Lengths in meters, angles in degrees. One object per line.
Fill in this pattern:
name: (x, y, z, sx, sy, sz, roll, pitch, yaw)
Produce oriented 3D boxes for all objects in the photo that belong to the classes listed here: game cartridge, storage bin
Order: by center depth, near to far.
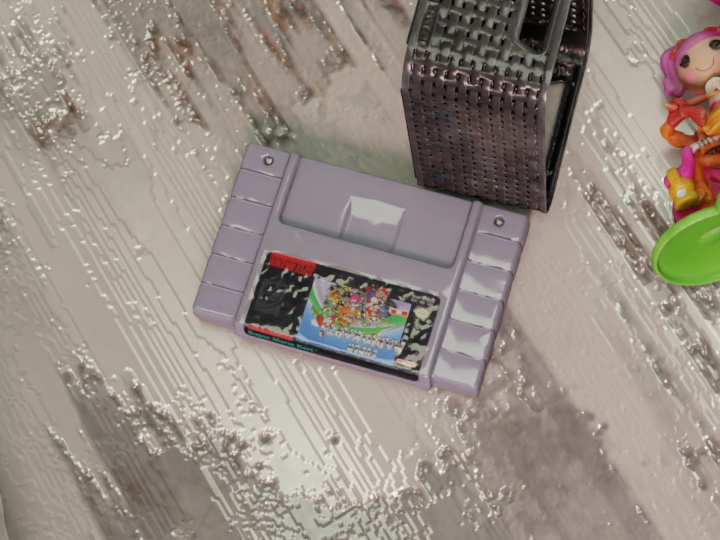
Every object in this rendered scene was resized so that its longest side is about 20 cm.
storage bin: (0.090, -0.135, 1.471, 0.093, 0.200, 0.136, 13, 73, 10)
game cartridge: (0.000, 0.000, 1.524, 0.198, 0.038, 0.131, 15, 69, 10)

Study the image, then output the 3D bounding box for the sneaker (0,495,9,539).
sneaker: (-0.246, 0.193, 1.437, 0.075, 0.115, 0.202, -24, 71, -3)

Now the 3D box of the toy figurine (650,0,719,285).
toy figurine: (0.255, -0.113, 1.508, 0.199, 0.150, 0.185, -30, 54, 21)
